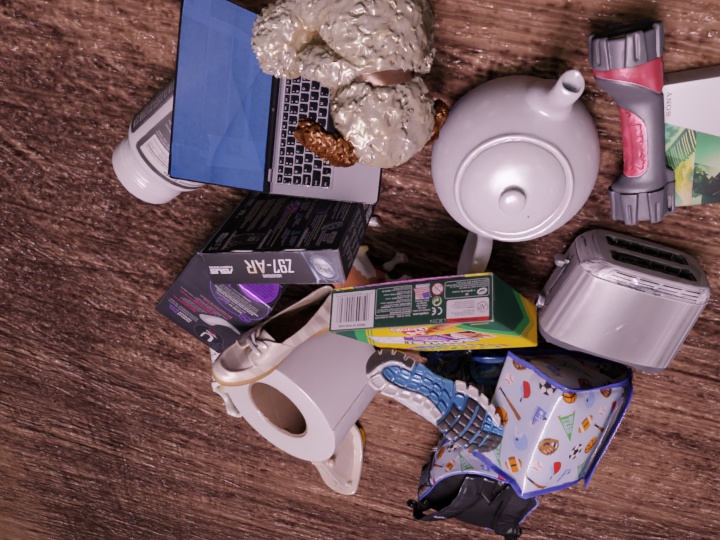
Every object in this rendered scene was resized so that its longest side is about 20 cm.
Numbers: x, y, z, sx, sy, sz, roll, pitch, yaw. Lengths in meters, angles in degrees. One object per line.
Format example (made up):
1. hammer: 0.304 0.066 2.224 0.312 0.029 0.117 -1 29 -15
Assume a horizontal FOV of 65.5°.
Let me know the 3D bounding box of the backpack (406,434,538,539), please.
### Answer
1. backpack: 0.199 0.333 0.905 0.200 0.154 0.191 14 145 -4

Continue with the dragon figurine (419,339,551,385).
1. dragon figurine: 0.186 0.124 0.795 0.200 0.099 0.059 5 127 12

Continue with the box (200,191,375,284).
1. box: -0.073 -0.060 0.670 0.160 0.200 0.044 -1 125 15

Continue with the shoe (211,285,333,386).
1. shoe: -0.108 0.081 0.739 0.070 0.200 0.053 38 142 32

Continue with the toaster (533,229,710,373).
1. toaster: 0.325 0.037 0.685 0.200 0.114 0.129 17 126 5

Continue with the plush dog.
1. plush dog: 0.017 -0.183 0.528 0.200 0.160 0.172 -16 103 -22

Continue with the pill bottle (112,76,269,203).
1. pill bottle: -0.206 -0.168 0.682 0.200 0.116 0.116 -27 114 31

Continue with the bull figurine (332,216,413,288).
1. bull figurine: 0.000 0.000 0.780 0.121 0.065 0.200 -29 118 24

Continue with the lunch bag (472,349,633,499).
1. lunch bag: 0.280 0.203 0.769 0.200 0.124 0.170 6 110 -36

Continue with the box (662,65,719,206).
1. box: 0.409 -0.143 0.579 0.200 0.036 0.144 -4 124 20

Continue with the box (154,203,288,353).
1. box: -0.187 0.018 0.794 0.122 0.106 0.200 39 139 -13

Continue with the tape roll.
1. tape roll: -0.084 0.163 0.840 0.202 0.139 0.203 21 135 23

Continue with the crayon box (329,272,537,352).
1. crayon box: 0.092 0.059 0.681 0.200 0.058 0.172 -7 160 31

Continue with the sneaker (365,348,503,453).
1. sneaker: 0.101 0.172 0.761 0.200 0.075 0.087 33 171 13

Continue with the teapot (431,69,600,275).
1. teapot: 0.163 -0.101 0.609 0.197 0.146 0.200 -18 120 26

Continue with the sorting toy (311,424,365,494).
1. sorting toy: -0.104 0.295 1.008 0.180 0.107 0.200 2 138 30

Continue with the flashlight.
1. flashlight: 0.274 -0.144 0.571 0.068 0.068 0.200 -26 119 -18

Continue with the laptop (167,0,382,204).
1. laptop: -0.073 -0.174 0.581 0.200 0.116 0.188 6 94 5

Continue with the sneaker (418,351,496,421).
1. sneaker: 0.175 0.184 0.855 0.199 0.076 0.114 1 133 21

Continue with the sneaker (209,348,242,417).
1. sneaker: -0.215 0.158 0.944 0.076 0.081 0.200 -2 123 19
